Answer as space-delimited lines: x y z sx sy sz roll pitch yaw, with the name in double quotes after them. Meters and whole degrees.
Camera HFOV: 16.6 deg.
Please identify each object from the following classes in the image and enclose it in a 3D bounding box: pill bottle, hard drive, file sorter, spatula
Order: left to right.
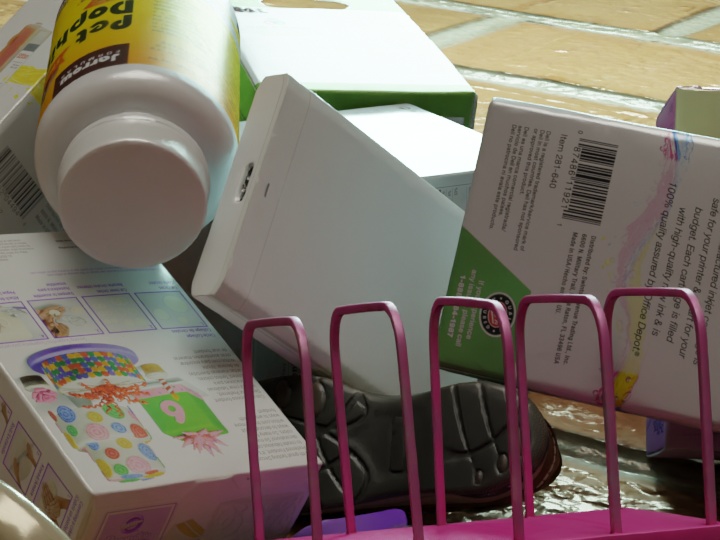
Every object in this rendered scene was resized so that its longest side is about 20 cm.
-0.120 -0.086 1.346 0.109 0.109 0.200 1 32 -3 "pill bottle"
0.000 0.000 1.340 0.026 0.132 0.200 -5 -30 43 "hard drive"
0.052 0.074 1.152 0.200 0.126 0.139 -4 -1 -14 "file sorter"
0.061 0.142 1.237 0.200 0.021 0.057 5 23 3 "spatula"

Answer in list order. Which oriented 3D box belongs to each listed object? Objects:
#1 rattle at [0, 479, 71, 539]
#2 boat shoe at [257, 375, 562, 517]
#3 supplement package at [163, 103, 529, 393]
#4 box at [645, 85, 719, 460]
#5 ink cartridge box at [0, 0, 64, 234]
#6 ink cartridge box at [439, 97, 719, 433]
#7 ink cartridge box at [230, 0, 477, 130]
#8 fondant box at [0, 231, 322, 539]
-0.147 0.177 1.029 0.200 0.130 0.143 40 44 20 "rattle"
0.013 0.101 1.304 0.200 0.076 0.074 1 -17 27 "boat shoe"
-0.016 -0.003 1.473 0.200 0.151 0.152 -8 21 -32 "supplement package"
0.253 0.007 1.369 0.176 0.200 0.097 2 -7 0 "box"
-0.191 -0.063 1.510 0.083 0.145 0.200 18 59 45 "ink cartridge box"
0.154 0.003 1.281 0.200 0.145 0.084 12 -3 15 "ink cartridge box"
-0.023 -0.123 1.652 0.148 0.076 0.200 0 25 -17 "ink cartridge box"
-0.134 0.061 1.268 0.144 0.058 0.200 -4 40 -41 "fondant box"
